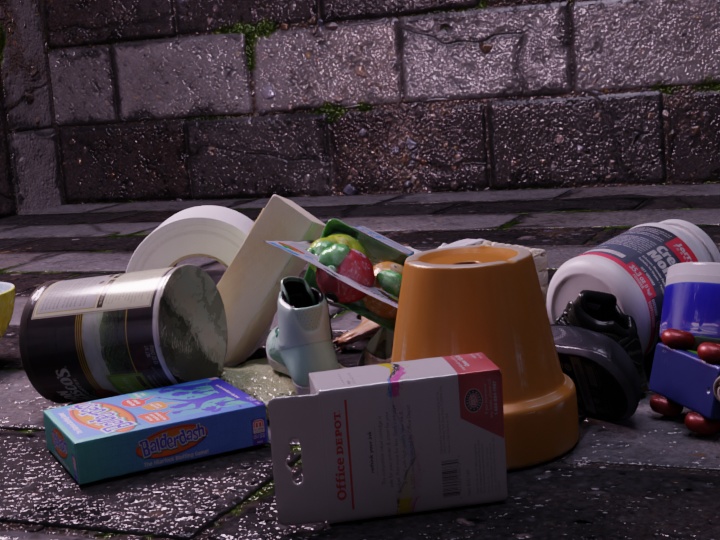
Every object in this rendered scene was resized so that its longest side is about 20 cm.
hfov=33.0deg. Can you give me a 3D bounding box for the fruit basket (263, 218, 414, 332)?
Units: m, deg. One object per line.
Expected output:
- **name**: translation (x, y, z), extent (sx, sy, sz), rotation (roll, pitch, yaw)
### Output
- **fruit basket**: translation (0.000, 0.000, 1.361), extent (0.183, 0.095, 0.200), rotation (26, 1, 13)

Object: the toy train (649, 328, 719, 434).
- **toy train**: translation (0.372, 0.118, 1.170), extent (0.114, 0.086, 0.200), rotation (7, 6, -16)

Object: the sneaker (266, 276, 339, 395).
- **sneaker**: translation (-0.065, 0.057, 1.355), extent (0.073, 0.120, 0.200), rotation (-10, 13, -14)

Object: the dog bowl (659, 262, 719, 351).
- **dog bowl**: translation (0.425, 0.051, 1.310), extent (0.197, 0.080, 0.200), rotation (11, -6, 1)

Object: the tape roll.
- **tape roll**: translation (-0.205, 0.022, 1.609), extent (0.199, 0.206, 0.139), rotation (-5, 9, -1)

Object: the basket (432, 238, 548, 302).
- **basket**: translation (0.150, 0.041, 1.532), extent (0.122, 0.138, 0.199), rotation (3, 12, 29)

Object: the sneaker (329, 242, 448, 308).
- **sneaker**: translation (0.046, 0.011, 1.709), extent (0.197, 0.082, 0.070), rotation (-9, -3, -5)

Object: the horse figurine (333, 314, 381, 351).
- **horse figurine**: translation (0.063, 0.070, 1.666), extent (0.197, 0.051, 0.133), rotation (-7, 2, 6)

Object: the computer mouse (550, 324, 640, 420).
- **computer mouse**: translation (0.217, 0.090, 1.263), extent (0.053, 0.140, 0.199), rotation (-36, 34, -28)

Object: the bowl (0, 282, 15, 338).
- **bowl**: translation (-0.573, 0.086, 1.681), extent (0.197, 0.110, 0.200), rotation (-4, 9, 1)

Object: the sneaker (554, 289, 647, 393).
- **sneaker**: translation (0.234, 0.074, 1.369), extent (0.075, 0.116, 0.198), rotation (-9, 8, -37)

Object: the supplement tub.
- **supplement tub**: translation (0.330, 0.026, 1.451), extent (0.199, 0.143, 0.139), rotation (-23, 19, -39)

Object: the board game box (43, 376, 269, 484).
- **board game box**: translation (-0.214, 0.161, 1.257), extent (0.197, 0.046, 0.152), rotation (-10, 11, -26)

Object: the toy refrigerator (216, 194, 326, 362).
- **toy refrigerator**: translation (-0.127, 0.010, 1.495), extent (0.070, 0.201, 0.076), rotation (34, 6, 13)

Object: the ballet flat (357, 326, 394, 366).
- **ballet flat**: translation (0.041, 0.102, 1.420), extent (0.067, 0.068, 0.200), rotation (2, 8, -13)

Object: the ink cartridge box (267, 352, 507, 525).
- **ink cartridge box**: translation (0.020, 0.143, 1.035), extent (0.197, 0.118, 0.067), rotation (-5, 10, -9)

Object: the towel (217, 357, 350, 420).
- **towel**: translation (-0.089, 0.129, 1.417), extent (0.146, 0.037, 0.199), rotation (-10, 11, -24)

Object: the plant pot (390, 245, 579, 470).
- **plant pot**: translation (0.109, 0.076, 1.186), extent (0.197, 0.186, 0.200), rotation (-4, 9, 1)

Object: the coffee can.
- **coffee can**: translation (-0.276, 0.075, 1.425), extent (0.197, 0.149, 0.146), rotation (-7, 7, 25)
